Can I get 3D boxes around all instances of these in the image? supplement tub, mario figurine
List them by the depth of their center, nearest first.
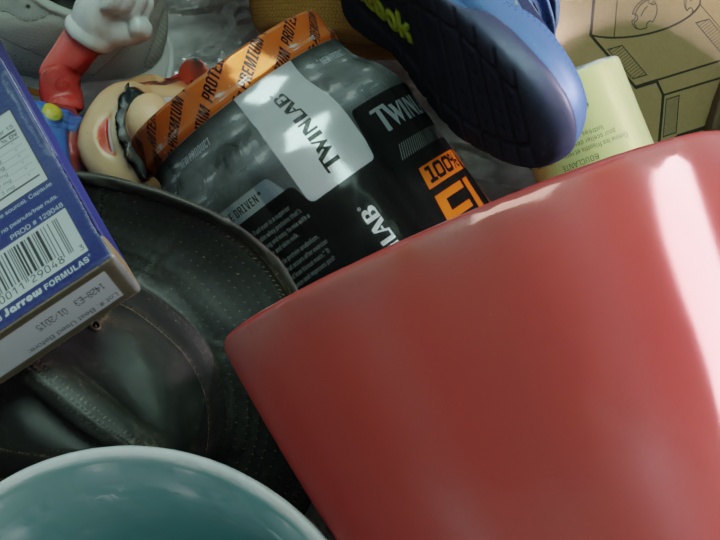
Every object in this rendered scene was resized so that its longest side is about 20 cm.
[{"bbox_3d":[0.000,0.000,1.068,0.122,0.123,0.200,-36,90,-30],"label":"supplement tub"},{"bbox_3d":[-0.135,-0.057,1.134,0.199,0.124,0.106,-9,25,-9],"label":"mario figurine"}]

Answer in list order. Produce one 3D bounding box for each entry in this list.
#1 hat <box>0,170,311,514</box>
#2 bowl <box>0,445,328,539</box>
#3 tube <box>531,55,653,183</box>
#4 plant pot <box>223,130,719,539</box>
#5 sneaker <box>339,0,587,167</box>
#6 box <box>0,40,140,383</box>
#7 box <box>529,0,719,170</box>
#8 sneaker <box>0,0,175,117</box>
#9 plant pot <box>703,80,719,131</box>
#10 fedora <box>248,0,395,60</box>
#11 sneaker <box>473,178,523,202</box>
[{"bbox_3d":[-0.115,0.056,1.004,0.200,0.201,0.081,19,18,7],"label":"hat"},{"bbox_3d":[-0.071,0.166,0.948,0.200,0.105,0.202,-1,84,15],"label":"bowl"},{"bbox_3d":[0.121,0.010,1.084,0.052,0.058,0.201,-20,91,-29],"label":"tube"},{"bbox_3d":[0.075,0.069,0.905,0.200,0.200,0.178,-20,83,-22],"label":"plant pot"},{"bbox_3d":[0.051,-0.114,1.064,0.082,0.074,0.200,-21,39,-14],"label":"sneaker"},{"bbox_3d":[-0.176,-0.031,1.002,0.121,0.032,0.200,-34,53,1],"label":"box"},{"bbox_3d":[0.143,-0.104,1.182,0.200,0.021,0.164,18,69,-32],"label":"box"},{"bbox_3d":[-0.184,-0.121,1.192,0.199,0.092,0.076,-5,52,-12],"label":"sneaker"},{"bbox_3d":[0.248,-0.057,1.123,0.174,0.200,0.201,22,51,-5],"label":"plant pot"},{"bbox_3d":[0.008,-0.144,1.226,0.200,0.201,0.082,1,91,-8],"label":"fedora"},{"bbox_3d":[0.080,-0.003,1.162,0.200,0.077,0.081,25,45,1],"label":"sneaker"}]
